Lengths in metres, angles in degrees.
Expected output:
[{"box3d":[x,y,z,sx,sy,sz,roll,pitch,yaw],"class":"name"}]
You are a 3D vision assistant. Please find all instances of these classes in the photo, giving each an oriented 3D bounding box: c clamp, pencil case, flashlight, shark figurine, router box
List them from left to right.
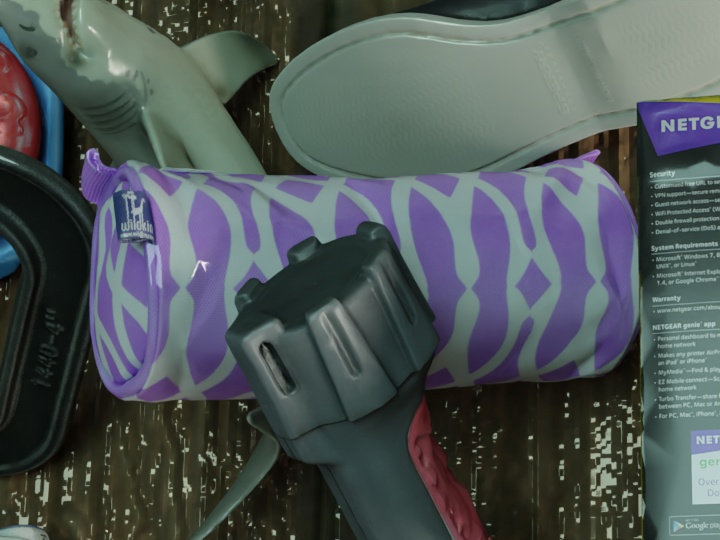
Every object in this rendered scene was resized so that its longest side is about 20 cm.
[{"box3d":[-0.176,-0.003,0.779,0.170,0.200,0.027,13,43,1],"class":"c clamp"},{"box3d":[-0.069,-0.010,0.821,0.089,0.128,0.215,-30,84,33],"class":"shark figurine"},{"box3d":[0.000,0.000,0.730,0.199,0.084,0.086,1,55,-25],"class":"pencil case"},{"box3d":[0.029,0.077,0.689,0.068,0.200,0.068,-20,26,12],"class":"flashlight"},{"box3d":[0.125,0.053,0.659,0.052,0.200,0.158,-3,72,15],"class":"router box"}]

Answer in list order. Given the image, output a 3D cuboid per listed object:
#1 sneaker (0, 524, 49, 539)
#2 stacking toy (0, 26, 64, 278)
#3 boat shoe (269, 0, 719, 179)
[{"box3d":[-0.130,0.144,0.782,0.200,0.075,0.087,38,82,23],"class":"sneaker"},{"box3d":[-0.199,-0.070,0.797,0.116,0.200,0.110,-5,72,15],"class":"stacking toy"},{"box3d":[0.060,-0.083,0.797,0.200,0.060,0.074,-16,112,29],"class":"boat shoe"}]
